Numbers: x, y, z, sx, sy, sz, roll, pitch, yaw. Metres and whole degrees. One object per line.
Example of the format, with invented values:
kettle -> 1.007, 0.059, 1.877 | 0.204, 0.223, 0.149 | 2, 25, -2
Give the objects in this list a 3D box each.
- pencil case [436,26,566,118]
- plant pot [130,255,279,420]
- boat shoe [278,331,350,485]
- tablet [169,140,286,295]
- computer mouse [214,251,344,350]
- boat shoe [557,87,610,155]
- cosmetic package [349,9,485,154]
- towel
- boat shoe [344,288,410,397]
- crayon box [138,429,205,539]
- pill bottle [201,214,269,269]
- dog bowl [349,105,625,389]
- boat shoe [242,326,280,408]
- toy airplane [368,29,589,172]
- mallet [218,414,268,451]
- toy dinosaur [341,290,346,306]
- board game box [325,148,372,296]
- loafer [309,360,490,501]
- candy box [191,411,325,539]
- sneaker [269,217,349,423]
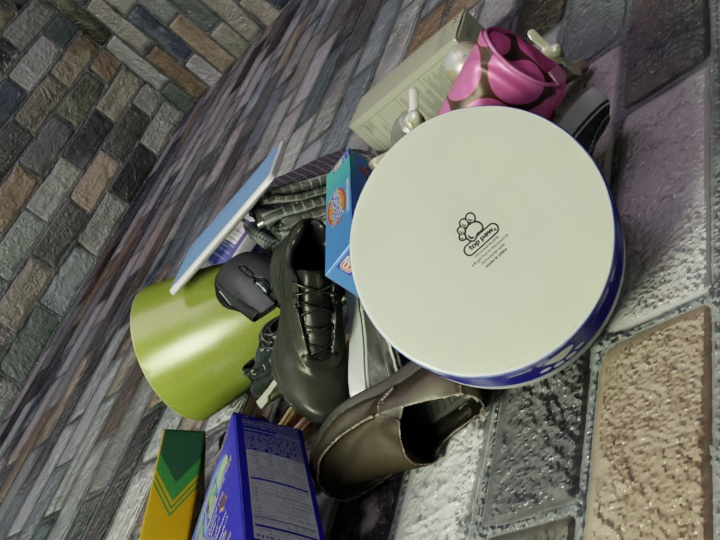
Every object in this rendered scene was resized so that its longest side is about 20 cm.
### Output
pencil case -> 0.103, -0.100, 0.769 | 0.090, 0.093, 0.202 | -18, -42, -51
plant pot -> -0.153, 0.064, 1.129 | 0.198, 0.188, 0.188 | -26, 29, 18
boat shoe -> -0.033, 0.118, 0.898 | 0.073, 0.069, 0.202 | -19, 38, 57
tablet -> -0.158, -0.065, 1.077 | 0.200, 0.014, 0.131 | -45, 17, 21
computer mouse -> -0.091, -0.001, 0.985 | 0.140, 0.046, 0.200 | -40, 31, -11
boat shoe -> 0.173, -0.064, 0.760 | 0.201, 0.067, 0.072 | -56, -16, -17
cosmetic package -> 0.090, -0.220, 1.126 | 0.199, 0.103, 0.074 | -31, 28, 42
towel -> -0.050, -0.094, 1.134 | 0.197, 0.087, 0.165 | -19, 18, -14
boat shoe -> 0.026, 0.048, 0.868 | 0.063, 0.071, 0.202 | -18, 53, 21
crayon box -> -0.196, 0.281, 0.932 | 0.201, 0.051, 0.127 | -94, 9, -60
pill bottle -> -0.154, -0.020, 1.313 | 0.201, 0.111, 0.111 | -55, 21, -7
dog bowl -> 0.094, -0.016, 0.666 | 0.201, 0.200, 0.079 | -51, -22, 4
boat shoe -> -0.089, 0.091, 0.989 | 0.074, 0.066, 0.200 | -33, -10, -27
toy airplane -> 0.122, -0.163, 0.905 | 0.197, 0.143, 0.200 | -15, 16, 33
mallet -> -0.150, 0.256, 0.984 | 0.066, 0.041, 0.202 | -29, 36, 45
toy dinosaur -> 0.000, 0.000, 1.000 | 0.199, 0.077, 0.103 | -10, 40, 57
board game box -> 0.037, -0.022, 0.854 | 0.045, 0.151, 0.201 | -48, 20, 23
loafer -> 0.029, 0.133, 0.740 | 0.200, 0.073, 0.072 | -45, 23, 23
candy box -> -0.094, 0.246, 0.749 | 0.200, 0.076, 0.171 | -116, 43, -69
sneaker -> -0.048, 0.044, 0.847 | 0.091, 0.075, 0.203 | 120, 142, -62
